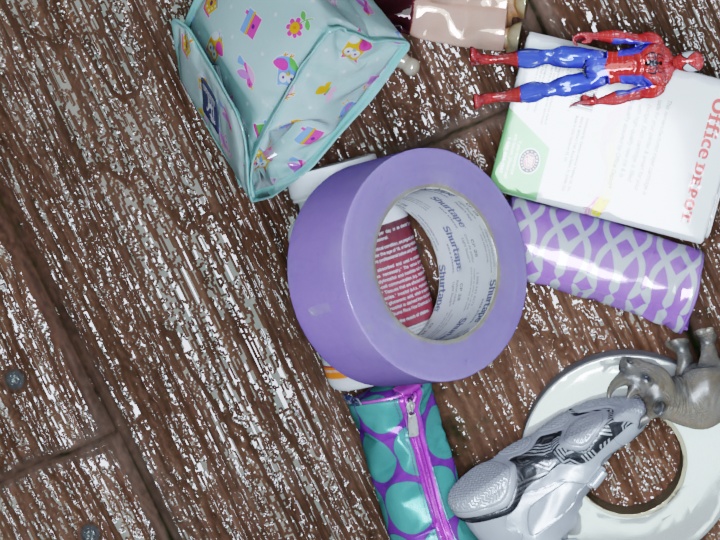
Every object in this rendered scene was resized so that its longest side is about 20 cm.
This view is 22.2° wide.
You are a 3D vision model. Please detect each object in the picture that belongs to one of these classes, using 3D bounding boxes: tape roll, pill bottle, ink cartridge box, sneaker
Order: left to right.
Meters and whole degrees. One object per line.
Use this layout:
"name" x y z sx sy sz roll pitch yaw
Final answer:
"pill bottle" 0.000 0.000 1.673 0.113 0.113 0.200 -15 95 7
"tape roll" 0.042 -0.001 1.582 0.200 0.085 0.200 5 81 -35
"sneaker" 0.187 0.200 1.664 0.200 0.075 0.115 -29 105 -2
"ink cartridge box" 0.229 -0.120 1.652 0.200 0.084 0.145 15 96 4
"tape roll" 0.249 0.173 1.708 0.203 0.037 0.203 1 96 6

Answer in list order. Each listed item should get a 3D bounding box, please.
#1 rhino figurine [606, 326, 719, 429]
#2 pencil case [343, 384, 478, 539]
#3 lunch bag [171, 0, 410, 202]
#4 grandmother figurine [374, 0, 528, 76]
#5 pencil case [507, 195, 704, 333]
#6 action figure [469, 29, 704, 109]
"rhino figurine" 0.307 0.098 1.641 0.200 0.060 0.087 -6 75 -24
"pencil case" 0.053 0.194 1.701 0.085 0.092 0.200 -20 96 -14
"lunch bag" -0.080 -0.183 1.620 0.200 0.122 0.170 -52 54 29
"grandmother figurine" 0.049 -0.236 1.674 0.200 0.061 0.121 11 70 7
"pencil case" 0.212 -0.003 1.671 0.200 0.084 0.086 17 133 5
"action figure" 0.196 -0.173 1.586 0.200 0.052 0.065 -5 88 2
